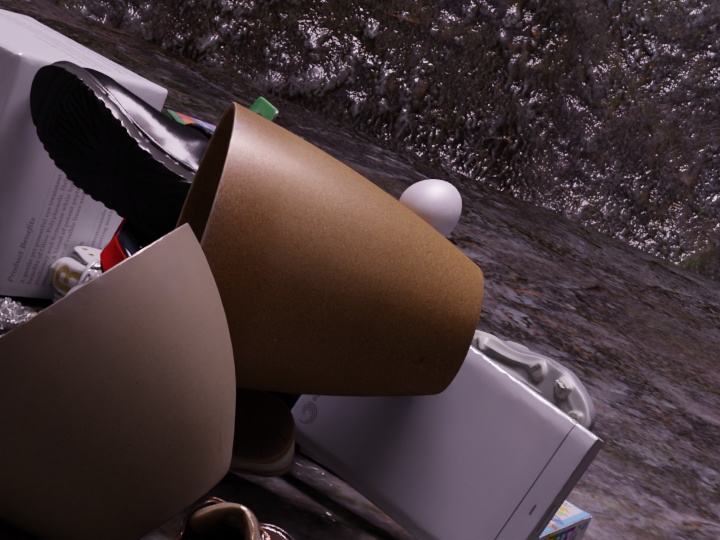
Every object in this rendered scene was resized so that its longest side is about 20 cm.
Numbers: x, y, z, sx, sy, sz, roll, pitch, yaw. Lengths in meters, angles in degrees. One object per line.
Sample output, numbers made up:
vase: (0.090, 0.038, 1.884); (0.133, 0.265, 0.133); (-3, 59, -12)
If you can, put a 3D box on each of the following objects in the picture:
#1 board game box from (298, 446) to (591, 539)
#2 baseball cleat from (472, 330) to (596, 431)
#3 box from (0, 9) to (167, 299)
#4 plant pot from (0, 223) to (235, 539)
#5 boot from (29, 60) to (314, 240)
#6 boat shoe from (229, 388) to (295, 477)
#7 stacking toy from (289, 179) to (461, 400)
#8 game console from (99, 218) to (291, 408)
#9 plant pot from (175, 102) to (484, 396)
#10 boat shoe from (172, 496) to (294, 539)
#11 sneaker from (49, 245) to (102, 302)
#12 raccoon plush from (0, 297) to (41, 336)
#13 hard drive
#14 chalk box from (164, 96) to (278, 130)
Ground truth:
board game box: (0.067, 0.165, 1.314); (0.199, 0.034, 0.134); (28, 12, 24)
baseball cleat: (0.180, 0.111, 1.697); (0.106, 0.070, 0.200); (11, 17, -44)
box: (-0.307, -0.104, 1.404); (0.199, 0.200, 0.171); (29, 13, 35)
plant pot: (-0.148, 0.082, 0.966); (0.135, 0.200, 0.200); (58, 12, -3)
boot: (-0.139, -0.095, 1.309); (0.211, 0.080, 0.158); (42, 35, 11)
boat shoe: (-0.138, 0.094, 1.190); (0.199, 0.072, 0.065); (20, -25, 10)
stacking toy: (0.000, 0.000, 1.319); (0.146, 0.199, 0.146); (53, -10, 13)
game console: (-0.120, 0.041, 1.296); (0.200, 0.031, 0.177); (52, 11, -11)
plant pot: (-0.026, 0.010, 1.141); (0.199, 0.187, 0.186); (20, 12, -13)
boat shoe: (-0.073, 0.165, 0.943); (0.072, 0.072, 0.200); (26, 12, 17)
sneaker: (-0.211, 0.027, 1.335); (0.115, 0.074, 0.200); (25, 2, 19)
raccoon plush: (-0.272, 0.004, 1.116); (0.134, 0.097, 0.201); (17, 44, -41)
hard drive: (0.054, 0.117, 1.202); (0.200, 0.132, 0.027); (36, 2, 24)
chalk box: (-0.133, -0.066, 1.561); (0.123, 0.201, 0.125); (17, 12, -23)
